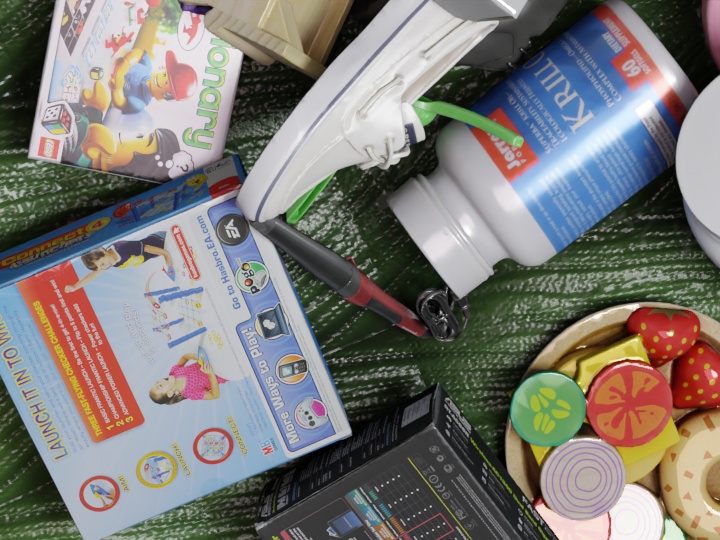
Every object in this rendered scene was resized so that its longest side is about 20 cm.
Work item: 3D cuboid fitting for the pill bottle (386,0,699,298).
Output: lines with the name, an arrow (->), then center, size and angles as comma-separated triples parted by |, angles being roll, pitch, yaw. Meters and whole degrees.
pill bottle -> 0.119, -0.074, 1.390 | 0.199, 0.112, 0.112 | -38, 105, 3

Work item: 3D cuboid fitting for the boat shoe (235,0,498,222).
boat shoe -> 0.008, -0.098, 1.316 | 0.070, 0.071, 0.200 | 41, 83, 4

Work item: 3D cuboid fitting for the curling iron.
curling iron -> 0.000, 0.000, 1.400 | 0.199, 0.026, 0.050 | 27, 111, -38

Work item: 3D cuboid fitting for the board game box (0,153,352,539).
board game box -> -0.131, 0.053, 1.404 | 0.194, 0.056, 0.201 | -22, 116, 0

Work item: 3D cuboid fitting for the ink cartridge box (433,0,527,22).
ink cartridge box -> 0.077, -0.265, 1.251 | 0.145, 0.084, 0.201 | 34, 85, -17

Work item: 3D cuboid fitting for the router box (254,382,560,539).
router box -> 0.046, 0.195, 1.449 | 0.149, 0.062, 0.201 | -31, 109, 18

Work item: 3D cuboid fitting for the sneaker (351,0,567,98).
sneaker -> 0.098, -0.180, 1.390 | 0.199, 0.076, 0.091 | -23, 112, 9

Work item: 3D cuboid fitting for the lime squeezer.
lime squeezer -> 0.020, -0.090, 1.374 | 0.038, 0.199, 0.071 | 31, 56, -39

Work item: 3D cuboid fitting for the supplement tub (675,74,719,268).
supplement tub -> 0.288, -0.044, 1.355 | 0.144, 0.200, 0.146 | -9, 69, 25

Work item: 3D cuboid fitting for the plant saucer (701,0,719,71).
plant saucer -> 0.311, -0.193, 1.388 | 0.198, 0.051, 0.202 | -7, 125, -10

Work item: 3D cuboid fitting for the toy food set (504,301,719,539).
toy food set -> 0.194, 0.122, 1.479 | 0.197, 0.049, 0.201 | -25, 106, 0

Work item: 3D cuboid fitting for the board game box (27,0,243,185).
board game box -> -0.135, -0.159, 1.380 | 0.125, 0.035, 0.202 | 10, 103, -10

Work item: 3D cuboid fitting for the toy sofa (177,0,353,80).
toy sofa -> -0.028, -0.226, 1.338 | 0.097, 0.083, 0.201 | 26, 91, 25
